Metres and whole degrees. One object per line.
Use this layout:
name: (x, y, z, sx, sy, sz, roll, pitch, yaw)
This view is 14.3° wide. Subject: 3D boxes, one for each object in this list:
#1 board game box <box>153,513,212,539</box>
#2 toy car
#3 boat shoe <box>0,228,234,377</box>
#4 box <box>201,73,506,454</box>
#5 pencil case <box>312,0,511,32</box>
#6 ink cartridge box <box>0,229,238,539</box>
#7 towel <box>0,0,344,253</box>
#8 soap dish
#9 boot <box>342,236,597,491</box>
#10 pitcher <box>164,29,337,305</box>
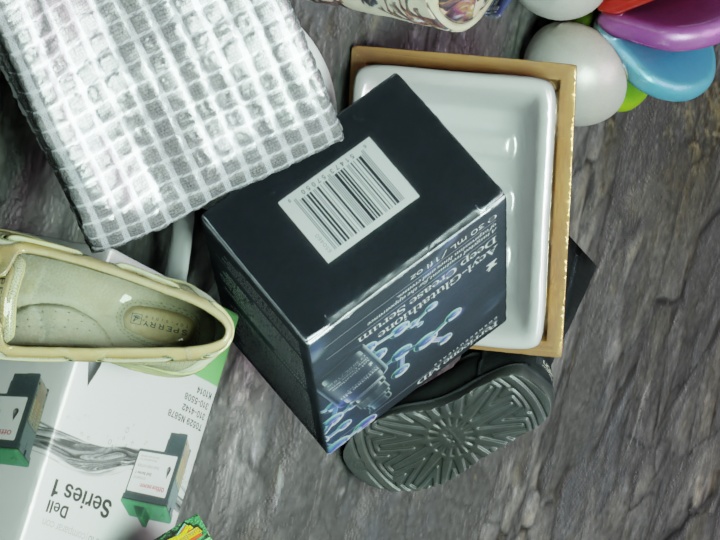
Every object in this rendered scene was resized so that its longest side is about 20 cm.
board game box: (-0.164, 0.221, 1.659, 0.200, 0.023, 0.105, -31, 149, -7)
toy car: (0.207, -0.205, 2.115, 0.175, 0.150, 0.200, -44, 133, -43)
boat shoe: (-0.170, 0.018, 1.576, 0.063, 0.200, 0.073, 158, -55, -75)
box: (0.000, 0.000, 1.736, 0.148, 0.107, 0.200, -37, 161, -11)
pencil case: (0.001, -0.199, 1.763, 0.089, 0.200, 0.078, -28, 122, -40)
ink cartridge box: (-0.166, 0.096, 1.681, 0.146, 0.084, 0.201, 29, 73, -55)
towel: (-0.117, -0.127, 1.586, 0.165, 0.086, 0.200, -26, 115, -3)
soap dish: (0.069, -0.049, 1.953, 0.081, 0.157, 0.201, -31, 125, -70)
boot: (0.079, 0.062, 2.050, 0.066, 0.165, 0.200, 58, 26, -23)
pitcher: (-0.081, -0.063, 1.754, 0.172, 0.121, 0.200, -57, 154, -16)
